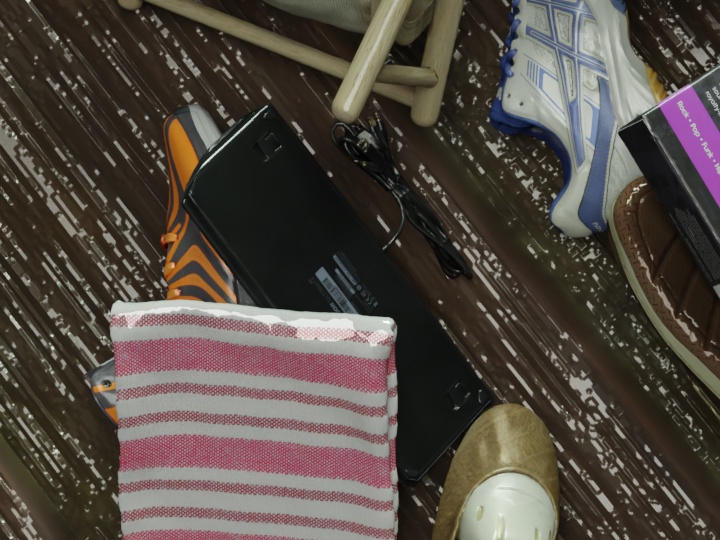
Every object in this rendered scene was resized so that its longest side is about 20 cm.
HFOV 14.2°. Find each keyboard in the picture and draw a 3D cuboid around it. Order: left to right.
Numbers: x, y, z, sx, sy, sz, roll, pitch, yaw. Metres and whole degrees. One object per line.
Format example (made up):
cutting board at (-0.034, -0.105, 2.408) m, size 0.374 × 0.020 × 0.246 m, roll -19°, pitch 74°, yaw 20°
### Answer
keyboard at (0.000, 0.000, 1.483) m, size 0.127 × 0.021 × 0.200 m, roll -44°, pitch 105°, yaw -31°

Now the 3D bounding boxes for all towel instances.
towel at (-0.053, 0.113, 1.461) m, size 0.145 × 0.030 × 0.201 m, roll 2°, pitch 111°, yaw 6°

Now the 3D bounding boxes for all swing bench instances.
swing bench at (-0.036, -0.199, 1.457) m, size 0.198 × 0.130 × 0.201 m, roll 23°, pitch 100°, yaw 19°

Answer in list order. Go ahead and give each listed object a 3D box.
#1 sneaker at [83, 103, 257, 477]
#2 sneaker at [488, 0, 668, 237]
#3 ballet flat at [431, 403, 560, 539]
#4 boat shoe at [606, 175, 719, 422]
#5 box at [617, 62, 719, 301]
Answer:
sneaker at (-0.096, 0.019, 1.497) m, size 0.111 × 0.078 × 0.201 m, roll -17°, pitch 80°, yaw 2°
sneaker at (0.099, -0.114, 1.499) m, size 0.088 × 0.075 × 0.201 m, roll -24°, pitch 79°, yaw 2°
ballet flat at (0.061, 0.165, 1.460) m, size 0.067 × 0.072 × 0.201 m, roll 21°, pitch 83°, yaw -8°
boat shoe at (0.189, 0.044, 1.464) m, size 0.075 × 0.075 × 0.203 m, roll -36°, pitch 86°, yaw -25°
box at (0.242, -0.060, 1.447) m, size 0.200 × 0.036 × 0.143 m, roll -32°, pitch 92°, yaw -23°
